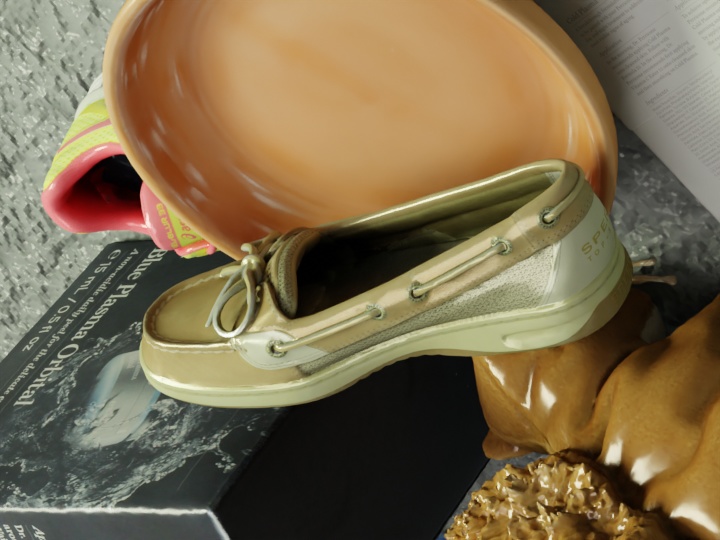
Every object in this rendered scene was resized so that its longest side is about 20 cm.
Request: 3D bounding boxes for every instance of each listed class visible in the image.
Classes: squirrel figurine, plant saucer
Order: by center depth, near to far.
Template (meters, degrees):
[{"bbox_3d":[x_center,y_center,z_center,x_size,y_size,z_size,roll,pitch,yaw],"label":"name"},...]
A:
[{"bbox_3d":[0.002,-0.061,0.975,0.199,0.038,0.200,12,142,10],"label":"plant saucer"},{"bbox_3d":[0.105,0.080,1.013,0.186,0.200,0.142,28,151,30],"label":"squirrel figurine"}]

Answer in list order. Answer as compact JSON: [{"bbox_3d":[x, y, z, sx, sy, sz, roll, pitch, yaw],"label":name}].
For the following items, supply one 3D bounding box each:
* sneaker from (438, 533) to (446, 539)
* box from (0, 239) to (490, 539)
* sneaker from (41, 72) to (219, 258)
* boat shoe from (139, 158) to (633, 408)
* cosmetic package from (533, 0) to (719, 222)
[{"bbox_3d":[0.087,0.217,1.239,0.200,0.078,0.070,39,140,-1],"label":"sneaker"},{"bbox_3d":[-0.068,0.083,1.134,0.199,0.197,0.118,-2,125,37],"label":"box"},{"bbox_3d":[-0.050,-0.037,1.089,0.199,0.090,0.078,1,127,33],"label":"sneaker"},{"bbox_3d":[0.000,0.002,0.967,0.200,0.073,0.063,-8,130,26],"label":"boat shoe"},{"bbox_3d":[0.151,-0.117,0.899,0.151,0.052,0.200,43,140,-10],"label":"cosmetic package"}]
